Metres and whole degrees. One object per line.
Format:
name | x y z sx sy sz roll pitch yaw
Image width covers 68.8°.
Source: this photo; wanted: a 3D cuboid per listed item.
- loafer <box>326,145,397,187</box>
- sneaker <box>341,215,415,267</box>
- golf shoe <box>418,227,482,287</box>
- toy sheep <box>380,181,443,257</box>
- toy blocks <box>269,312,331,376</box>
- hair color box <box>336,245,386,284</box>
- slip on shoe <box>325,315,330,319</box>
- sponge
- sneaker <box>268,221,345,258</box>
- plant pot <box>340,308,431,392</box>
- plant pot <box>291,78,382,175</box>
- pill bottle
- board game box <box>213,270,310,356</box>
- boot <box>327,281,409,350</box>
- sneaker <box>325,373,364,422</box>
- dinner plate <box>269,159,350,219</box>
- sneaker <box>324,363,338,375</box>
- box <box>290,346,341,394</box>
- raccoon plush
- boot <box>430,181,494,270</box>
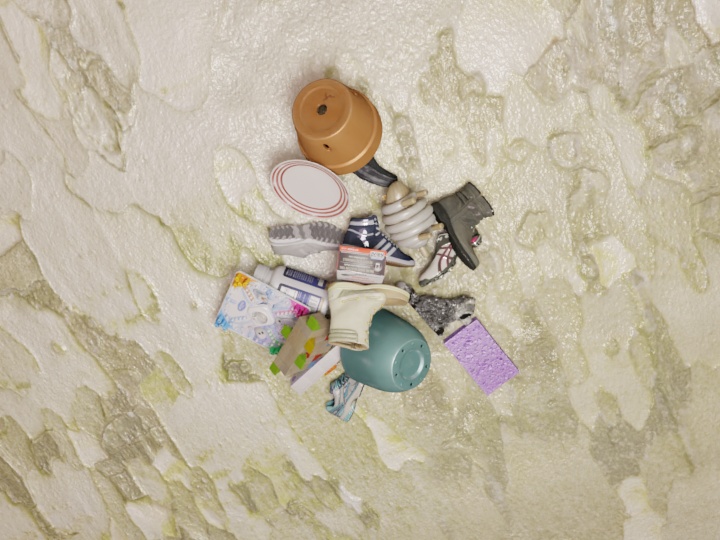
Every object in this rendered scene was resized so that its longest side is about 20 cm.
loafer | 0.003 -0.262 1.260 0.200 0.068 0.071 26 113 -2
sneaker | 0.054 -0.073 1.312 0.199 0.070 0.109 13 83 -20
golf shoe | 0.211 -0.041 1.323 0.200 0.077 0.088 -43 83 3
toy sheep | 0.119 -0.119 1.257 0.137 0.138 0.201 -22 102 7
toy blocks | -0.119 0.174 1.284 0.100 0.136 0.200 45 118 25
hair color box | 0.000 0.000 1.266 0.110 0.200 0.064 7 78 -1
slip on shoe | -0.041 0.150 1.382 0.199 0.061 0.076 2 106 1
sponge | 0.325 0.232 1.414 0.111 0.030 0.200 -38 101 11
sneaker | -0.130 -0.071 1.330 0.199 0.075 0.082 2 139 -4
plant pot | 0.076 0.209 1.299 0.200 0.161 0.201 -8 105 -34
plant pot | -0.064 -0.328 1.168 0.199 0.140 0.201 -3 81 17
pill bottle | -0.175 0.053 1.332 0.199 0.111 0.111 19 105 -4
board game box | -0.250 0.117 1.309 0.200 0.026 0.200 29 127 -6
boot | 0.020 0.110 1.230 0.199 0.072 0.155 5 63 -12
sneaker | -0.039 0.315 1.422 0.086 0.078 0.201 20 105 -1
dinner plate | -0.118 -0.195 1.253 0.199 0.024 0.200 11 148 7
sneaker | -0.152 0.213 1.397 0.200 0.073 0.077 38 107 -7
box | -0.098 0.238 1.358 0.200 0.039 0.041 -43 111 10
raccoon plush | 0.202 0.072 1.344 0.134 0.097 0.200 -43 101 4
boot | 0.266 -0.111 1.256 0.130 0.068 0.200 -27 73 0
